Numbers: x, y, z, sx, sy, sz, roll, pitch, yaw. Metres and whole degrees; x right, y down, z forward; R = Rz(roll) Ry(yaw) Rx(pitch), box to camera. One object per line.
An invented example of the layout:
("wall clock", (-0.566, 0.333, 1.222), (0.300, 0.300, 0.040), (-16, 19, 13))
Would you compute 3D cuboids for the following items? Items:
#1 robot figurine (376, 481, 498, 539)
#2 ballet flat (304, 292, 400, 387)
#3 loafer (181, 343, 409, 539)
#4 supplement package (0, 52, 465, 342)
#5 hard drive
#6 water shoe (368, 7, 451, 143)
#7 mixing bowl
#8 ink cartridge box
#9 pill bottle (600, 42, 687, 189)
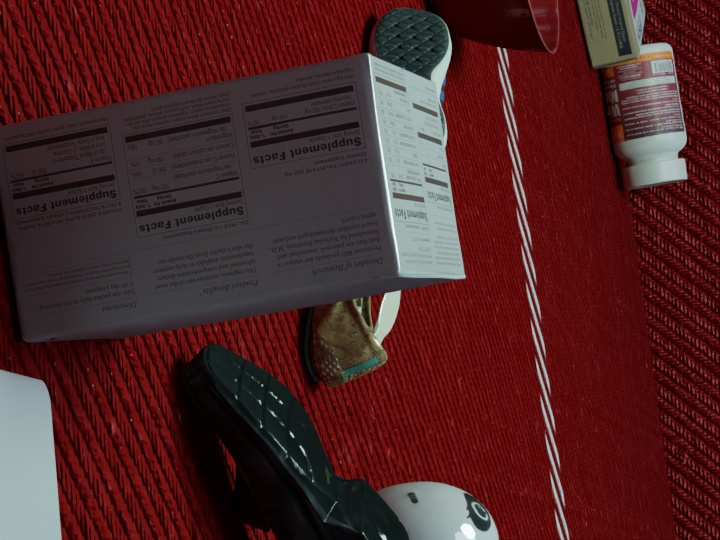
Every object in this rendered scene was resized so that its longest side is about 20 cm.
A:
("robot figurine", (0.047, 0.247, 1.553), (0.124, 0.150, 0.201), (-7, 88, -52))
("ballet flat", (0.000, 0.000, 1.647), (0.071, 0.065, 0.201), (63, 23, -49))
("loafer", (-0.051, 0.132, 1.366), (0.200, 0.072, 0.073), (52, 21, -19))
("supplement package", (-0.063, -0.033, 1.161), (0.156, 0.199, 0.112), (3, 78, -75))
("hard drive", (-0.182, 0.103, 0.972), (0.200, 0.025, 0.133), (29, 53, -71))
("water shoe", (0.035, -0.143, 1.909), (0.201, 0.071, 0.079), (-86, -172, -46))
("mixing bowl", (0.123, -0.302, 2.216), (0.200, 0.108, 0.201), (-10, 90, -75))
("ink cartridge box", (0.357, -0.407, 3.238), (0.200, 0.075, 0.166), (-72, 148, -62))
("pill bottle", (0.416, -0.224, 3.281), (0.110, 0.109, 0.201), (-3, 84, -75))
